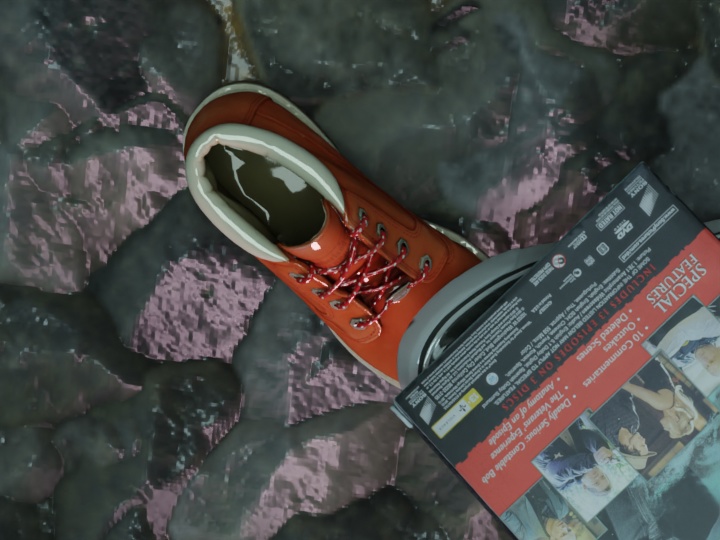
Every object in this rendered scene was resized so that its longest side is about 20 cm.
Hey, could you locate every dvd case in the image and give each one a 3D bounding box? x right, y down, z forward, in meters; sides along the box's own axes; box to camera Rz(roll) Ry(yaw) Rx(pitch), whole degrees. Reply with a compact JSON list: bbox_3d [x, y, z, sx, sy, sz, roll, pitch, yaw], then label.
[{"bbox_3d":[0.130,0.076,0.874,0.146,0.022,0.200,-44,73,5],"label":"dvd case"}]

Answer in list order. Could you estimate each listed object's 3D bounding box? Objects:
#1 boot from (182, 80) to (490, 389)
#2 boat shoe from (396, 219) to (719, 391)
[{"bbox_3d":[0.000,0.000,0.955,0.200,0.107,0.075,39,97,-6],"label":"boot"},{"bbox_3d":[0.115,0.023,0.939,0.199,0.064,0.071,-16,113,-15],"label":"boat shoe"}]
